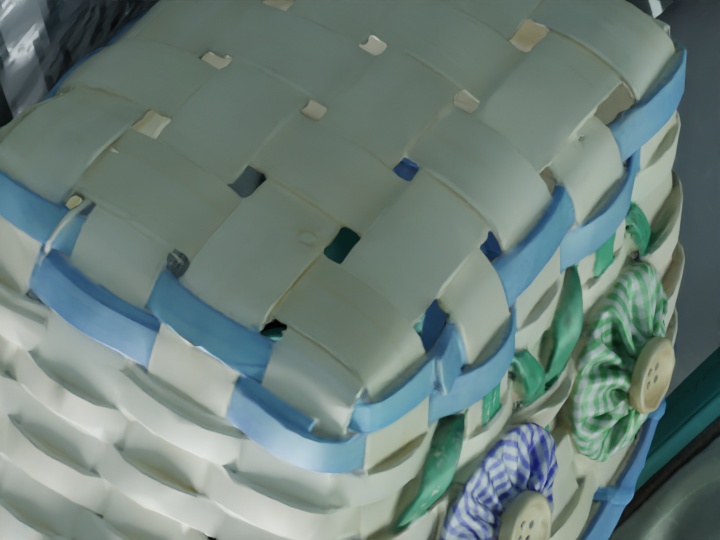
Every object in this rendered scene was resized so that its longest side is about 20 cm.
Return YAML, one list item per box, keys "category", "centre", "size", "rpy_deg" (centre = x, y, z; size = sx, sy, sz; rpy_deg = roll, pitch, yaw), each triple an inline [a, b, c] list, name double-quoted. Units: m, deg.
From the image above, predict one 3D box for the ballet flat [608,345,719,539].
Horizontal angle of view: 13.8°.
- category: "ballet flat"
  centre: [0.054, 0.078, 0.682]
  size: [0.200, 0.064, 0.067]
  rpy_deg: [-38, -169, 27]

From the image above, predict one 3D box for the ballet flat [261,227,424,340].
- category: "ballet flat"
  centre: [0.000, 0.000, 0.837]
  size: [0.200, 0.067, 0.071]
  rpy_deg: [-58, -175, 39]

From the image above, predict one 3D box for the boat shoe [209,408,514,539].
- category: "boat shoe"
  centre: [-0.004, 0.068, 0.769]
  size: [0.061, 0.200, 0.072]
  rpy_deg: [58, 27, -65]

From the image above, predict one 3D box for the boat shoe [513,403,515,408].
- category: "boat shoe"
  centre: [0.016, 0.076, 0.842]
  size: [0.200, 0.072, 0.068]
  rpy_deg: [-42, -170, 4]

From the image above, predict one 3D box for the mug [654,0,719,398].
- category: "mug"
  centre: [0.156, -0.001, 0.744]
  size: [0.200, 0.175, 0.148]
  rpy_deg: [48, 50, -42]

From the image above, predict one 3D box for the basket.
- category: "basket"
  centre: [-0.018, 0.034, 0.609]
  size: [0.176, 0.139, 0.200]
  rpy_deg: [-48, 165, -38]

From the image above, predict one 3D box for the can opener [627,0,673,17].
- category: "can opener"
  centre: [0.062, -0.064, 0.988]
  size: [0.200, 0.053, 0.067]
  rpy_deg: [-47, 136, -36]
